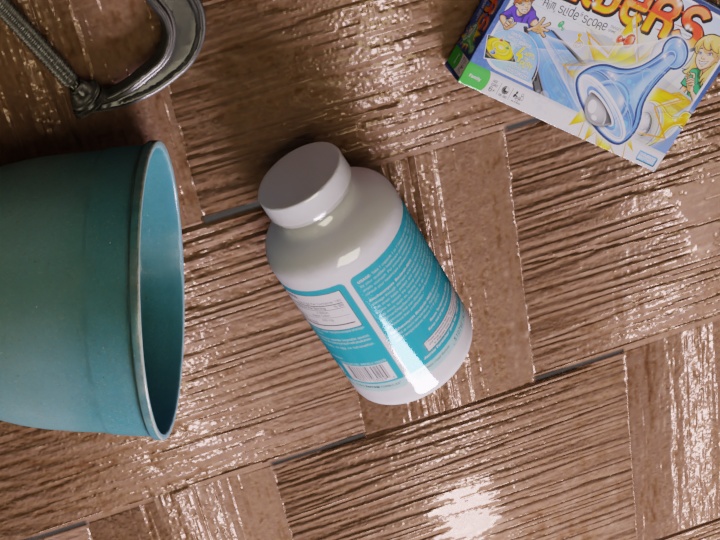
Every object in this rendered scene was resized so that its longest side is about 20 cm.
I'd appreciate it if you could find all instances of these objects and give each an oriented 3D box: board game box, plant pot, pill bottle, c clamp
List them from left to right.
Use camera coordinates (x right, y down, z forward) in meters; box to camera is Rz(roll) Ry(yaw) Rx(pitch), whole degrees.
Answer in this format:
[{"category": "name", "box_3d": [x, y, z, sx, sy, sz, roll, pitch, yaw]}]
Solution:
[{"category": "plant pot", "box_3d": [-0.225, 0.016, 0.918, 0.185, 0.201, 0.202, -1, 123, 1]}, {"category": "c clamp", "box_3d": [-0.207, -0.177, 0.896, 0.171, 0.027, 0.200, -44, 122, 5]}, {"category": "pill bottle", "box_3d": [0.000, 0.000, 1.019, 0.110, 0.111, 0.201, -31, 126, 3]}, {"category": "board game box", "box_3d": [0.180, -0.170, 1.017, 0.198, 0.035, 0.136, 19, 114, -27]}]
